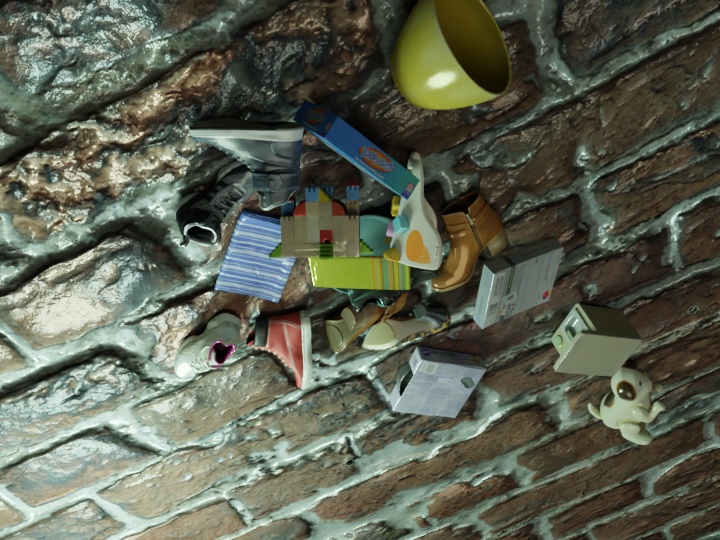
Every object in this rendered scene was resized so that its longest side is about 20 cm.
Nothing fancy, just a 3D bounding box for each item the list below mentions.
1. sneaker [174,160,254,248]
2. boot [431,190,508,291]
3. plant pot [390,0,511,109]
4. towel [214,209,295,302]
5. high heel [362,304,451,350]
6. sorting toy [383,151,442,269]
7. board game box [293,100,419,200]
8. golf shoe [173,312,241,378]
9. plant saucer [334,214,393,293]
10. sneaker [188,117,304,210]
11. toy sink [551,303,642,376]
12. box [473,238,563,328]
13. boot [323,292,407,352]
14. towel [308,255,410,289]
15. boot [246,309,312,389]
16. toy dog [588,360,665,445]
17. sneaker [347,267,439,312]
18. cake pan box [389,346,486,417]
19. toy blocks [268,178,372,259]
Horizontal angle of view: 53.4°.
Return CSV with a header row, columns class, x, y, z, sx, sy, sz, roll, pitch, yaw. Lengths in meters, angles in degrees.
class,x,y,z,sx,sy,sz,roll,pitch,yaw
sneaker,-0.247,-0.112,1.278,0.197,0.115,0.076,-31,131,12
boot,0.198,-0.062,1.469,0.199,0.074,0.155,-40,130,3
plant pot,0.130,-0.344,1.156,0.198,0.204,0.140,32,141,-34
towel,-0.197,-0.024,1.425,0.141,0.024,0.203,12,125,-22
high heel,0.109,0.141,1.627,0.198,0.073,0.141,-31,153,29
sorting toy,0.099,-0.121,1.324,0.104,0.200,0.185,3,107,2
board game box,-0.007,-0.208,1.234,0.198,0.152,0.046,32,95,-34
golf shoe,-0.328,0.176,1.513,0.199,0.093,0.075,-42,129,22
plant saucer,0.006,-0.039,1.458,0.194,0.036,0.204,-7,131,-8
sneaker,-0.195,-0.179,1.220,0.196,0.077,0.150,6,116,7
toy sink,0.546,0.164,1.721,0.195,0.113,0.132,7,128,-26
box,0.344,0.028,1.560,0.196,0.041,0.159,-19,134,-24
boot,0.009,0.099,1.558,0.153,0.078,0.201,-23,159,-32
towel,0.000,0.000,1.384,0.194,0.018,0.087,1,134,7
boot,-0.177,0.181,1.573,0.140,0.073,0.204,-7,123,-8
toy dog,0.715,0.332,1.909,0.189,0.141,0.203,14,138,23
sneaker,0.067,0.032,1.449,0.194,0.081,0.076,-13,154,-1
cake pan box,0.186,0.279,1.761,0.195,0.053,0.187,9,124,-22
toy blocks,-0.075,-0.098,1.339,0.194,0.100,0.141,-1,102,2
